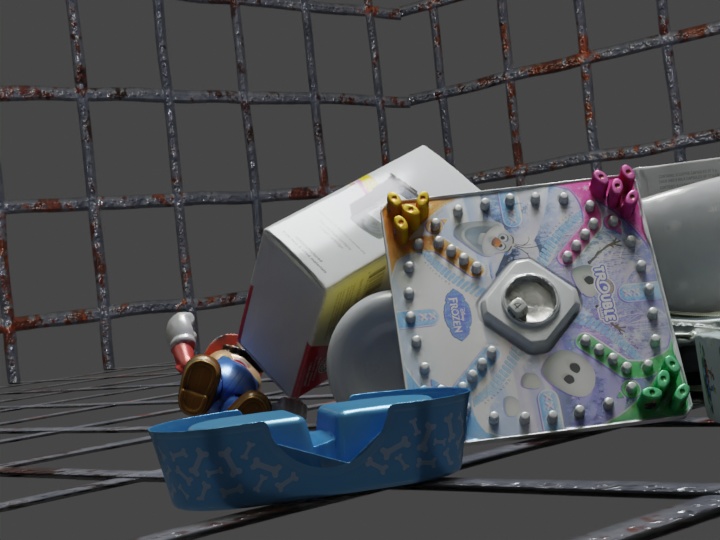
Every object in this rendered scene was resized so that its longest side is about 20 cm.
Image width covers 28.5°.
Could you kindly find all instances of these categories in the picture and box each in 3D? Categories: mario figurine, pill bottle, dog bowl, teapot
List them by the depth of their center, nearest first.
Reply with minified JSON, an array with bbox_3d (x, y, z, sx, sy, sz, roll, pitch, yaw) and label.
[{"bbox_3d":[-0.028,0.107,0.857,0.197,0.050,0.111,-6,-1,-13],"label":"dog bowl"},{"bbox_3d":[0.043,0.070,1.136,0.110,0.114,0.200,-6,-1,10],"label":"pill bottle"},{"bbox_3d":[0.255,0.012,1.149,0.196,0.148,0.199,-14,-4,-37],"label":"teapot"},{"bbox_3d":[-0.113,0.089,1.255,0.105,0.125,0.200,-19,4,-4],"label":"mario figurine"}]

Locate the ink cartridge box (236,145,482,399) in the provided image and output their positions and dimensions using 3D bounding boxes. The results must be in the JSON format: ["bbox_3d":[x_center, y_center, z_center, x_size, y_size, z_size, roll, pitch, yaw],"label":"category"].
[{"bbox_3d":[0.000,0.000,1.223,0.199,0.085,0.149,-31,-28,-38],"label":"ink cartridge box"}]

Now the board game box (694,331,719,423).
[{"bbox_3d":[0.302,0.063,0.868,0.145,0.065,0.200,-7,-2,1],"label":"board game box"}]

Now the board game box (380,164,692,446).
[{"bbox_3d":[0.123,0.021,1.020,0.197,0.202,0.026,-7,-30,-2],"label":"board game box"}]

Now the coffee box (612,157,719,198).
[{"bbox_3d":[0.358,-0.007,1.426,0.197,0.203,0.198,-6,-1,-2],"label":"coffee box"}]

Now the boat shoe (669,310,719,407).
[{"bbox_3d":[0.227,0.070,1.057,0.197,0.074,0.062,-6,17,13],"label":"boat shoe"}]
